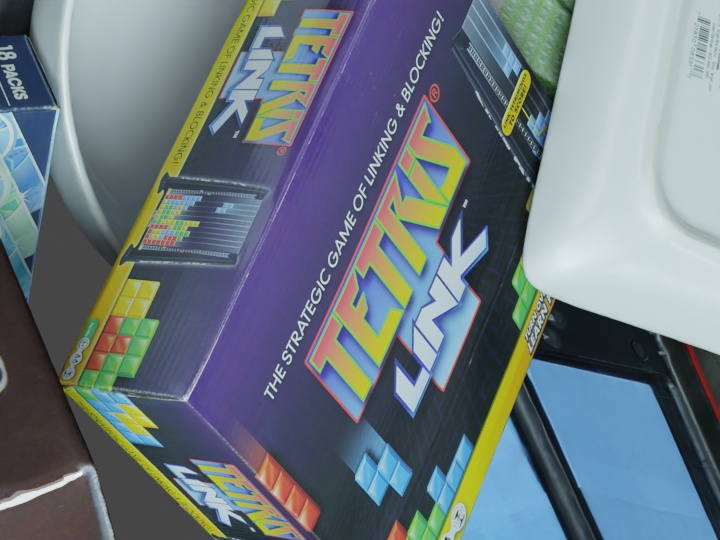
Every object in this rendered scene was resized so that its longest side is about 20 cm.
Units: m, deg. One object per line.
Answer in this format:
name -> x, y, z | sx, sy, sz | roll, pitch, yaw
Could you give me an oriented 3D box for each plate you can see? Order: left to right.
plate -> 0.166, -0.061, 0.838 | 0.200, 0.032, 0.200 | 19, 74, -23

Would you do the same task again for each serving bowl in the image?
serving bowl -> -0.044, -0.079, 0.833 | 0.200, 0.066, 0.201 | -6, 100, -40

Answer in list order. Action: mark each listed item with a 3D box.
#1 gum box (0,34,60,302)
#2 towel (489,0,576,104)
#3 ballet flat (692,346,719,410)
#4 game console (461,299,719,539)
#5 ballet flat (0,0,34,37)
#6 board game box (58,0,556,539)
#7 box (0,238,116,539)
gum box -> -0.212, 0.006, 0.758 | 0.200, 0.045, 0.170 | -7, 136, -25
towel -> 0.108, -0.119, 0.851 | 0.200, 0.031, 0.149 | 31, 75, -17
ballet flat -> 0.117, -0.010, 0.897 | 0.068, 0.068, 0.200 | -25, 109, -9
game console -> 0.064, 0.104, 0.896 | 0.119, 0.172, 0.200 | -35, 111, -23
ballet flat -> -0.131, -0.136, 0.829 | 0.073, 0.073, 0.200 | 4, 79, -7
board game box -> 0.000, 0.000, 0.767 | 0.165, 0.057, 0.200 | 52, 53, -46
box -> -0.184, 0.087, 0.694 | 0.200, 0.166, 0.164 | -20, 137, -11
